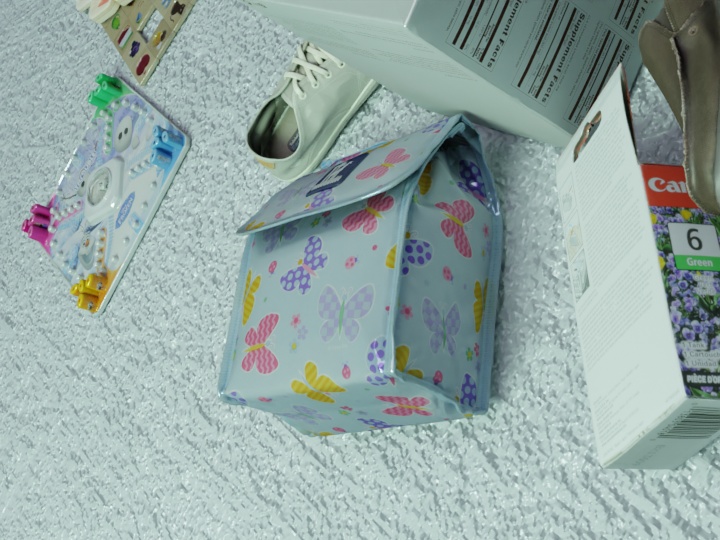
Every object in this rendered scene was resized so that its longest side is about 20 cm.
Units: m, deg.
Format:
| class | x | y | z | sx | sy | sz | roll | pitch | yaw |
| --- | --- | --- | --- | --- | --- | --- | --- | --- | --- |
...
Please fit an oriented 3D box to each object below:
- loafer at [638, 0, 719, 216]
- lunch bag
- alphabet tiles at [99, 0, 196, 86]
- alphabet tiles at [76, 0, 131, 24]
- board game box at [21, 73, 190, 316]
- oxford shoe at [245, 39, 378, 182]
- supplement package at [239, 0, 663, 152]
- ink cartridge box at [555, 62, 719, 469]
| class | x | y | z | sx | sy | sz | roll | pitch | yaw |
| --- | --- | --- | --- | --- | --- | --- | --- | --- | --- |
| loafer | 0.191 | -0.112 | 0.644 | 0.071 | 0.073 | 0.202 | -19 | 53 | 43 |
| lunch bag | 0.000 | 0.000 | 0.819 | 0.169 | 0.127 | 0.202 | -12 | 59 | 42 |
| alphabet tiles | -0.205 | -0.316 | 1.261 | 0.201 | 0.008 | 0.167 | -54 | 43 | 16 |
| alphabet tiles | -0.262 | -0.379 | 1.336 | 0.195 | 0.015 | 0.202 | -20 | 57 | 43 |
| board game box | -0.267 | -0.084 | 1.215 | 0.200 | 0.026 | 0.201 | 40 | 104 | 48 |
| oxford shoe | -0.029 | -0.158 | 0.950 | 0.075 | 0.058 | 0.201 | 46 | 113 | 32 |
| supplement package | 0.062 | -0.193 | 0.773 | 0.191 | 0.199 | 0.148 | 24 | 91 | 48 |
| ink cartridge box | 0.160 | -0.002 | 0.665 | 0.109 | 0.050 | 0.202 | 115 | 155 | -60 |
